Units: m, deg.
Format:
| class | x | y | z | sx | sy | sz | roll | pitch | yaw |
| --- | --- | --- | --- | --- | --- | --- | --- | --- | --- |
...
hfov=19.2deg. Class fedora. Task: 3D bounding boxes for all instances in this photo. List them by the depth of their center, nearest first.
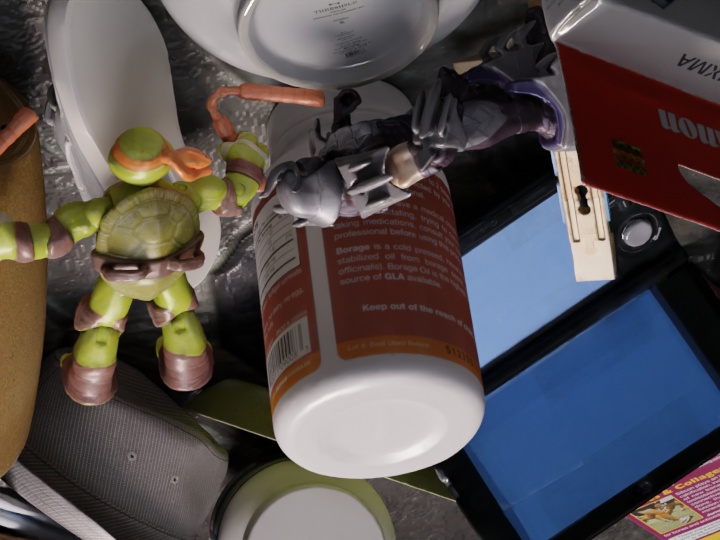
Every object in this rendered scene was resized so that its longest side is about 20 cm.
| class | x | y | z | sx | sy | sz | roll | pitch | yaw |
| --- | --- | --- | --- | --- | --- | --- | --- | --- | --- |
| fedora | -0.151 | 0.116 | 1.344 | 0.200 | 0.177 | 0.091 | 36 | 92 | -29 |

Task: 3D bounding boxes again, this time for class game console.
| class | x | y | z | sx | sy | sz | roll | pitch | yaw |
| --- | --- | --- | --- | --- | --- | --- | --- | --- | --- |
| game console | 0.117 | 0.048 | 1.237 | 0.199 | 0.117 | 0.176 | -34 | 132 | -1 |

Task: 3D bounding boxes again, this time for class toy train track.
| class | x | y | z | sx | sy | sz | roll | pitch | yaw |
| --- | --- | --- | --- | --- | --- | --- | --- | --- | --- |
| toy train track | 0.117 | -0.082 | 1.162 | 0.114 | 0.033 | 0.201 | -4 | 127 | 14 |

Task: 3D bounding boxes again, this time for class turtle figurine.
| class | x | y | z | sx | sy | sz | roll | pitch | yaw |
| --- | --- | --- | --- | --- | --- | --- | --- | --- | --- |
| turtle figurine | -0.101 | -0.013 | 1.070 | 0.199 | 0.064 | 0.162 | -19 | 131 | -27 |

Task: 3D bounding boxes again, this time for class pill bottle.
| class | x | y | z | sx | sy | sz | roll | pitch | yaw |
| --- | --- | --- | --- | --- | --- | --- | --- | --- | --- |
| pill bottle | 0.000 | 0.000 | 1.139 | 0.111 | 0.201 | 0.112 | -5 | 147 | -3 |
| pill bottle | -0.038 | 0.183 | 1.403 | 0.119 | 0.121 | 0.200 | -3 | 178 | -7 |

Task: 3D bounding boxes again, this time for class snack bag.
| class | x | y | z | sx | sy | sz | roll | pitch | yaw |
| --- | --- | --- | --- | --- | --- | --- | --- | --- | --- |
| snack bag | -0.274 | 0.129 | 1.333 | 0.199 | 0.022 | 0.188 | 15 | 171 | 32 |

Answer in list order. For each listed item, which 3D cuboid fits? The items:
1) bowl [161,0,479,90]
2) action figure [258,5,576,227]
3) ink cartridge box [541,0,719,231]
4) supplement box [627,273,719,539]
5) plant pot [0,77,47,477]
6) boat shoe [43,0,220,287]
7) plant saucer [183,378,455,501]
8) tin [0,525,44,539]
| class | x | y | z | sx | sy | sz | roll | pitch | yaw |
| --- | --- | --- | --- | --- | --- | --- | --- | --- | --- |
| bowl | -0.016 | -0.151 | 1.013 | 0.199 | 0.091 | 0.202 | -5 | 146 | -3 |
| action figure | 0.033 | -0.069 | 1.036 | 0.199 | 0.070 | 0.130 | -23 | -163 | -30 |
| ink cartridge box | 0.179 | -0.098 | 1.054 | 0.199 | 0.175 | 0.044 | 16 | 139 | -32 |
| supplement box | 0.213 | 0.094 | 1.411 | 0.130 | 0.104 | 0.200 | -26 | 143 | 25 |
| plant pot | -0.241 | -0.008 | 1.120 | 0.185 | 0.187 | 0.201 | 7 | 131 | -21 |
| boat shoe | -0.132 | -0.075 | 1.122 | 0.068 | 0.072 | 0.201 | 15 | 147 | 32 |
| plant saucer | -0.016 | 0.107 | 1.369 | 0.199 | 0.031 | 0.200 | 19 | 176 | 1 |
| tin | -0.208 | 0.189 | 1.361 | 0.111 | 0.042 | 0.200 | 14 | 171 | 14 |
